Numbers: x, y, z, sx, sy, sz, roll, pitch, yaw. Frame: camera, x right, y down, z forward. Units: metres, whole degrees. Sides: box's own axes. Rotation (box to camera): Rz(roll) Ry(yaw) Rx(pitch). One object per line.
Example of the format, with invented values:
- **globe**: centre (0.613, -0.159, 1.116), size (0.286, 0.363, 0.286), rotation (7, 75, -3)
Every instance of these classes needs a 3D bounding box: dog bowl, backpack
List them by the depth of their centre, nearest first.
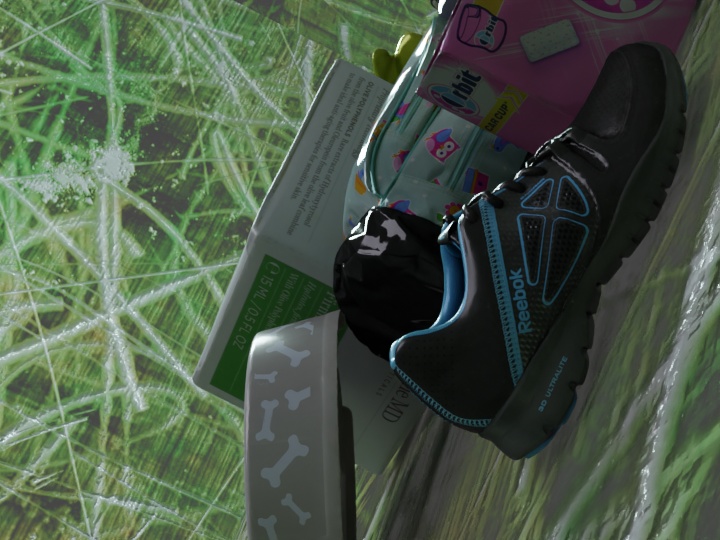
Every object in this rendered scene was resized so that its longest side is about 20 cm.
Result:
- **backpack**: centre (0.061, -0.054, 0.775), size (0.202, 0.125, 0.167), rotation (-63, -1, -24)
- **dog bowl**: centre (-0.035, 0.126, 0.801), size (0.200, 0.058, 0.204), rotation (-3, -90, -89)

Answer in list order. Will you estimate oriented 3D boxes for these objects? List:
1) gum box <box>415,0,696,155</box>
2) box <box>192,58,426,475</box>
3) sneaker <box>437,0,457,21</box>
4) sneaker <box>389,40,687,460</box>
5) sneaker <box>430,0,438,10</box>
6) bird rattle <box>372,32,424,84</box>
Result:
- **gum box**: centre (0.123, -0.165, 0.687), size (0.066, 0.112, 0.202), rotation (127, 168, -75)
- **box**: centre (0.000, 0.000, 0.959), size (0.200, 0.169, 0.202), rotation (119, 175, -49)
- **sneaker**: centre (0.099, -0.239, 0.796), size (0.201, 0.079, 0.079), rotation (-51, 31, 19)
- **sneaker**: centre (0.082, -0.023, 0.564), size (0.073, 0.081, 0.202), rotation (120, 176, -74)
- **sneaker**: centre (0.094, -0.280, 1.176), size (0.079, 0.138, 0.200), rotation (-65, -29, -17)
- **bird rattle**: centre (0.094, -0.138, 1.214), size (0.163, 0.112, 0.201), rotation (-43, -40, -20)
